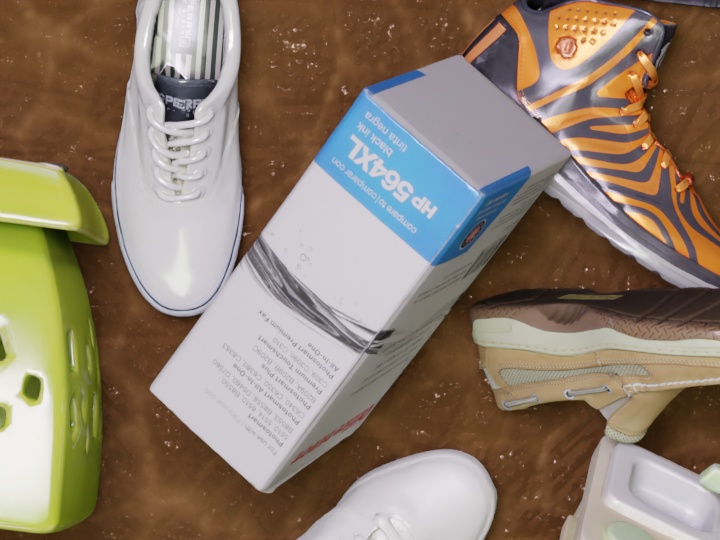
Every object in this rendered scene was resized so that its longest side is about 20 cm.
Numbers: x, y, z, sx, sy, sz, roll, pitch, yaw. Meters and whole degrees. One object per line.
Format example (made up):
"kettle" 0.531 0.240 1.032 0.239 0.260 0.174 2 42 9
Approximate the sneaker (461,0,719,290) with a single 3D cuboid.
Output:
"sneaker" 0.148 -0.073 1.554 0.200 0.078 0.112 38 94 -2

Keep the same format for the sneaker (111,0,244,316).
"sneaker" -0.098 -0.074 1.560 0.073 0.071 0.201 -1 94 1

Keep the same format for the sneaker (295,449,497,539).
"sneaker" -0.015 0.166 1.567 0.199 0.088 0.075 -31 92 2

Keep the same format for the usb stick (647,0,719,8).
"usb stick" 0.146 -0.170 1.568 0.199 0.033 0.056 6 118 0

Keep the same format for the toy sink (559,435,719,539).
"toy sink" 0.149 0.167 1.515 0.112 0.130 0.201 25 115 -1

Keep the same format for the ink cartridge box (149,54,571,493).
"ink cartridge box" 0.000 0.000 1.496 0.084 0.146 0.200 41 112 9

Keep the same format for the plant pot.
"plant pot" -0.226 0.029 1.511 0.199 0.199 0.183 9 88 1

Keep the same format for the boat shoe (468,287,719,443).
"boat shoe" 0.140 0.051 1.525 0.071 0.200 0.077 -15 101 -37
